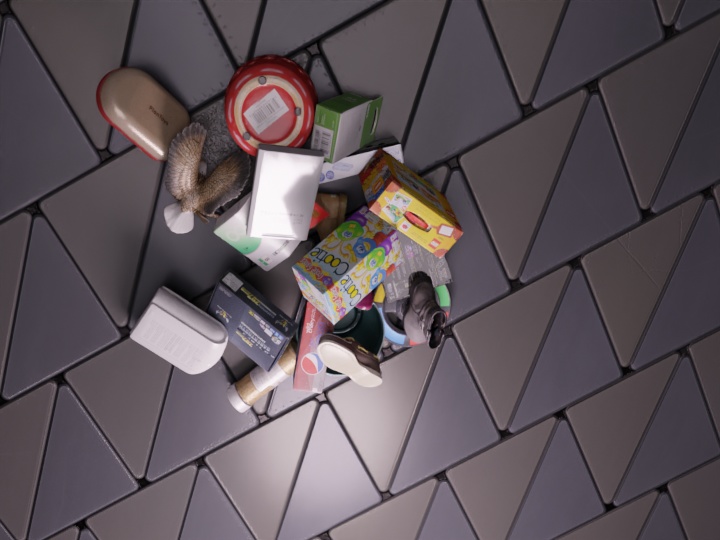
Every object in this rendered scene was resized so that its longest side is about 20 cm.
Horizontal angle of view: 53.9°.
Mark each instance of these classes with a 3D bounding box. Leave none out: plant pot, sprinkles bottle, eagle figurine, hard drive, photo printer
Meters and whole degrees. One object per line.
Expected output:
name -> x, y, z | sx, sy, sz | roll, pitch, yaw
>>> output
plant pot -> -0.179, -0.323, 1.425 | 0.194, 0.183, 0.206 | -2, 111, -6
sprinkles bottle -> -0.221, 0.248, 1.663 | 0.198, 0.068, 0.069 | -38, 108, 7
eagle figurine -> -0.333, -0.187, 1.468 | 0.149, 0.200, 0.154 | -14, 70, -37
hard drive -> -0.153, -0.152, 1.414 | 0.128, 0.027, 0.204 | 3, 129, -17
plant pot -> -0.047, 0.116, 1.603 | 0.194, 0.135, 0.206 | -1, 108, -4
photo printer -> -0.399, 0.143, 1.582 | 0.198, 0.070, 0.166 | 34, 132, -14

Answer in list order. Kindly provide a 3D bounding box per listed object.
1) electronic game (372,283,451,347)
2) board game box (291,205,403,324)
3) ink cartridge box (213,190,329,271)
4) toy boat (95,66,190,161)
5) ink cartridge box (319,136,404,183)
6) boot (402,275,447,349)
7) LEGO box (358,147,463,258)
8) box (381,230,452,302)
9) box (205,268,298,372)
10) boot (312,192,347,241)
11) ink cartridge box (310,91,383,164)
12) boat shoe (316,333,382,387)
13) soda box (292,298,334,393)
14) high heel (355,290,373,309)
electronic game -> 0.118, 0.083, 1.657 | 0.194, 0.042, 0.206 | -2, 107, -5
board game box -> -0.023, -0.013, 1.414 | 0.199, 0.104, 0.104 | -42, 145, -17
ink cartridge box -> -0.186, -0.098, 1.486 | 0.198, 0.051, 0.160 | -30, 128, 31
toy boat -> -0.452, -0.315, 1.436 | 0.200, 0.128, 0.133 | 43, 60, -43
ink cartridge box -> -0.010, -0.236, 1.513 | 0.194, 0.094, 0.045 | -14, 110, 0
boot -> 0.142, 0.125, 1.564 | 0.068, 0.133, 0.203 | -11, 136, -8
LEGO box -> 0.101, -0.138, 1.446 | 0.198, 0.150, 0.077 | 32, 114, -27
box -> 0.106, -0.050, 1.590 | 0.156, 0.044, 0.205 | -18, 98, -1
box -> -0.244, 0.113, 1.559 | 0.199, 0.051, 0.158 | 39, 139, 3
boot -> -0.133, -0.103, 1.565 | 0.194, 0.066, 0.181 | 6, 105, -4
ink cartridge box -> -0.027, -0.300, 1.452 | 0.058, 0.200, 0.106 | 22, 121, 18
boat shoe -> -0.022, 0.179, 1.488 | 0.071, 0.061, 0.199 | -24, 136, 29
soda box -> -0.098, 0.153, 1.506 | 0.068, 0.064, 0.206 | 9, 106, -8
high heel -> 0.000, 0.000, 1.491 | 0.065, 0.201, 0.098 | 12, 115, -12
